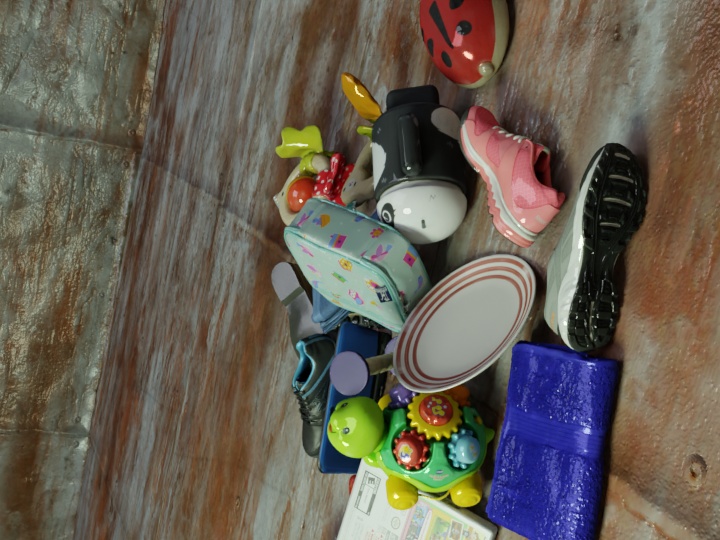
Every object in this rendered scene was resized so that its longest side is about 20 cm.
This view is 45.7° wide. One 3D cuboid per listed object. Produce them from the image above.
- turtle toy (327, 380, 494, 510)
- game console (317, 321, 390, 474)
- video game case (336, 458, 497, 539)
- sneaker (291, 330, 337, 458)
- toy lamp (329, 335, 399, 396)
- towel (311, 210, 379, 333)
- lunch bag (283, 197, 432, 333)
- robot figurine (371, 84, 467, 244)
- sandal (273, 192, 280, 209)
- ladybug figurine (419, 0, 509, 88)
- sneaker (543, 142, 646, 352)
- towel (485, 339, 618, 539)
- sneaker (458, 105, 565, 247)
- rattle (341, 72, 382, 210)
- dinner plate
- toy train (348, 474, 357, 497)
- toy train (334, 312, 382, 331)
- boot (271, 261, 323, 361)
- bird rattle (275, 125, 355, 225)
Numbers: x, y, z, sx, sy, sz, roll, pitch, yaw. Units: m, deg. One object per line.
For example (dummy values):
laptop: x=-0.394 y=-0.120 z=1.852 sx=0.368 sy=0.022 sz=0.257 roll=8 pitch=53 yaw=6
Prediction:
turtle toy: x=0.059 y=0.186 z=0.978 sx=0.102 sy=0.195 sz=0.148 roll=95 pitch=171 yaw=-46
game console: x=-0.032 y=0.180 z=1.224 sx=0.170 sy=0.116 sz=0.205 roll=-5 pitch=73 yaw=62
video game case: x=0.053 y=0.349 z=1.022 sx=0.179 sy=0.022 sz=0.204 roll=24 pitch=107 yaw=25
sneaker: x=-0.078 y=0.196 z=1.343 sx=0.072 sy=0.081 sz=0.205 roll=13 pitch=100 yaw=46
toy lamp: x=0.032 y=0.114 z=1.063 sx=0.057 sy=0.199 sz=0.060 roll=1 pitch=93 yaw=25
towel: x=-0.004 y=-0.002 z=1.276 sx=0.200 sy=0.048 sz=0.113 roll=-44 pitch=34 yaw=38
lunch bag: x=0.000 y=0.000 z=1.124 sx=0.198 sy=0.162 sz=0.077 roll=25 pitch=63 yaw=35
robot figurine: x=0.073 y=-0.135 z=1.107 sx=0.124 sy=0.148 sz=0.205 roll=-22 pitch=63 yaw=45
sandal: x=-0.101 y=-0.096 z=1.514 sx=0.049 sy=0.083 sz=0.203 roll=-36 pitch=40 yaw=-7
ladybug figurine: x=0.128 y=-0.321 z=1.111 sx=0.137 sy=0.071 sz=0.202 roll=-60 pitch=35 yaw=36
sneaker: x=0.222 y=-0.027 z=0.849 sx=0.079 sy=0.072 sz=0.205 roll=-147 pitch=68 yaw=-66
towel: x=0.190 y=0.178 z=0.878 sx=0.147 sy=0.049 sz=0.205 roll=4 pitch=86 yaw=64
sneaker: x=0.180 y=-0.125 z=0.982 sx=0.087 sy=0.073 sz=0.203 roll=-42 pitch=49 yaw=32
rattle: x=-0.018 y=-0.153 z=1.238 sx=0.201 sy=0.142 sz=0.131 roll=-48 pitch=44 yaw=16
dinner plate: x=0.121 y=0.063 z=0.986 sx=0.198 sy=0.024 sz=0.202 roll=-33 pitch=28 yaw=19
toy train: x=0.019 y=0.307 z=1.161 sx=0.117 sy=0.082 sz=0.204 roll=108 pitch=161 yaw=-54
toy train: x=-0.006 y=0.067 z=1.308 sx=0.199 sy=0.033 sz=0.047 roll=-12 pitch=68 yaw=61
boot: x=-0.081 y=0.079 z=1.430 sx=0.073 sy=0.075 sz=0.204 roll=-29 pitch=72 yaw=29
bird rattle: x=-0.071 y=-0.138 z=1.415 sx=0.164 sy=0.111 sz=0.201 roll=-53 pitch=46 yaw=17
